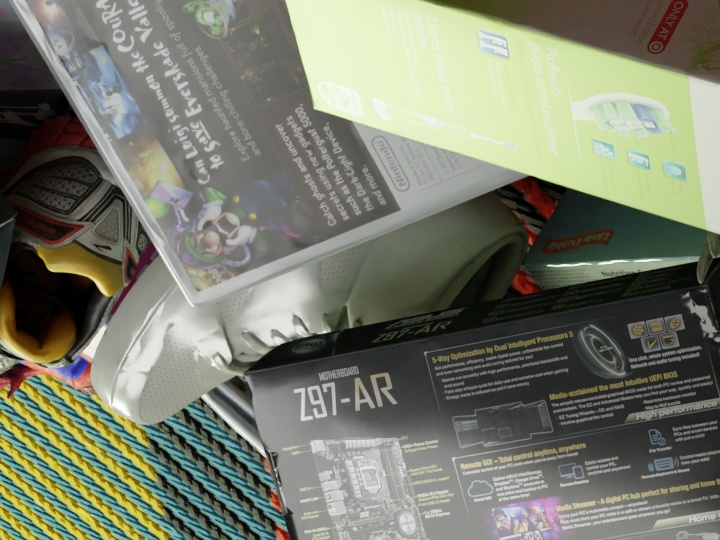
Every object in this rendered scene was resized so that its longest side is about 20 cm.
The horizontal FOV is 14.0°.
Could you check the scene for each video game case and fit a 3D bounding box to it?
[{"bbox_3d":[-0.033,-0.098,1.146,0.181,0.023,0.200,-22,116,17],"label":"video game case"}]

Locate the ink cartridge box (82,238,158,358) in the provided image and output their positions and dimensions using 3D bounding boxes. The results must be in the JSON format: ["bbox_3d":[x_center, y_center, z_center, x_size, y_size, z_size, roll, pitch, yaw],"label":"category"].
[{"bbox_3d":[-0.156,-0.042,1.389,0.199,0.120,0.042,28,145,8],"label":"ink cartridge box"}]

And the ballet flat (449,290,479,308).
[{"bbox_3d":[0.079,0.054,1.248,0.199,0.068,0.046,26,-172,23],"label":"ballet flat"}]

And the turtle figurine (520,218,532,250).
[{"bbox_3d":[0.000,0.000,1.332,0.200,0.101,0.150,41,151,-8],"label":"turtle figurine"}]

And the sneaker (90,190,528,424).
[{"bbox_3d":[-0.020,0.021,1.233,0.116,0.200,0.074,53,-162,24],"label":"sneaker"}]

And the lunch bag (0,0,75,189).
[{"bbox_3d":[-0.172,-0.121,1.261,0.200,0.127,0.170,32,152,11],"label":"lunch bag"}]

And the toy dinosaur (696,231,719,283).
[{"bbox_3d":[0.174,-0.054,1.091,0.182,0.199,0.105,-122,21,-49],"label":"toy dinosaur"}]

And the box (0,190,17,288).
[{"bbox_3d":[-0.213,-0.027,1.222,0.159,0.046,0.200,53,154,16],"label":"box"}]

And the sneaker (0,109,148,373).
[{"bbox_3d":[-0.152,0.006,1.266,0.078,0.082,0.200,24,146,-17],"label":"sneaker"}]

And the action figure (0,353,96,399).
[{"bbox_3d":[-0.186,0.037,1.533,0.199,0.052,0.065,14,166,16],"label":"action figure"}]

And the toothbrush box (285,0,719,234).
[{"bbox_3d":[0.093,-0.107,1.008,0.199,0.146,0.086,19,149,23],"label":"toothbrush box"}]

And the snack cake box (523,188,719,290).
[{"bbox_3d":[0.179,0.007,1.189,0.199,0.067,0.115,-3,135,47],"label":"snack cake box"}]

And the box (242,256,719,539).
[{"bbox_3d":[0.068,0.092,1.165,0.199,0.044,0.161,-12,101,22],"label":"box"}]

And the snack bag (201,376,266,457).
[{"bbox_3d":[-0.054,0.077,1.495,0.188,0.021,0.200,41,178,-15],"label":"snack bag"}]
